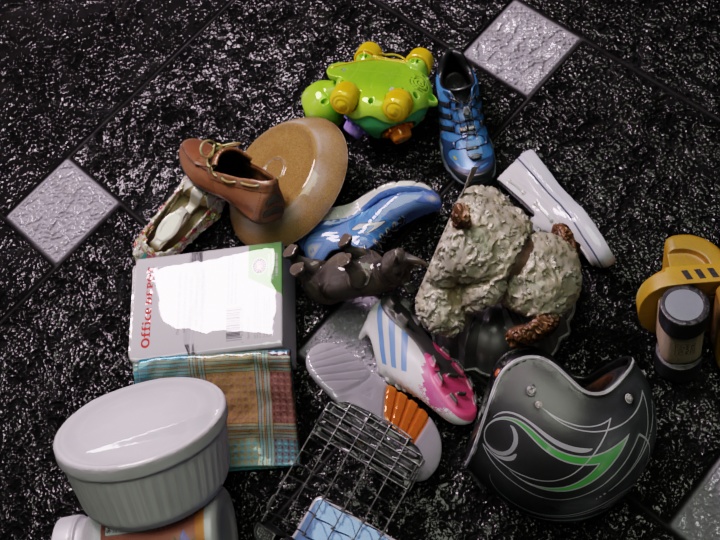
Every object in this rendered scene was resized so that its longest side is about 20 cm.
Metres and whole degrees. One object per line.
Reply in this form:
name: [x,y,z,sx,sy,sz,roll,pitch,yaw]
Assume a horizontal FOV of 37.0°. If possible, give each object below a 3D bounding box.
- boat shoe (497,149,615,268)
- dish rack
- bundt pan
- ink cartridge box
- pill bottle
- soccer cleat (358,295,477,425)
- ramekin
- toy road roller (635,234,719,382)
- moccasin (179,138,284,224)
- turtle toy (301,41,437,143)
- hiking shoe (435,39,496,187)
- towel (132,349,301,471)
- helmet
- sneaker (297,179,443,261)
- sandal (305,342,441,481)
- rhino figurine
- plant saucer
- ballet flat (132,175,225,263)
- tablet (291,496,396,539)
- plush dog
boat shoe: [0.248,-0.066,1.376,0.066,0.074,0.201,-37,53,6]
dish rack: [-0.021,0.258,1.225,0.152,0.055,0.202,27,81,20]
bundt pan: [0.168,0.024,1.332,0.198,0.076,0.205,-4,62,8]
ink cartridge box: [-0.186,0.056,1.371,0.196,0.085,0.148,-6,61,8]
pill bottle: [-0.246,0.315,1.235,0.196,0.113,0.114,-9,62,6]
soccer cleat: [0.068,0.122,1.305,0.087,0.069,0.201,-53,54,27]
ramekin: [-0.238,0.208,1.211,0.199,0.096,0.203,-9,20,3]
toy road roller: [0.425,0.033,1.261,0.196,0.124,0.148,-5,51,8]
moccasin: [-0.171,-0.131,1.394,0.073,0.079,0.201,-17,36,-30]
turtle toy: [0.011,-0.235,1.474,0.197,0.102,0.147,10,43,17]
hiking shoe: [0.133,-0.205,1.447,0.073,0.087,0.203,-14,62,2]
towel: [-0.174,0.173,1.304,0.196,0.022,0.150,-4,98,7]
helmet: [0.225,0.175,1.183,0.188,0.201,0.202,20,67,6]
sneaker: [0.018,-0.050,1.403,0.197,0.079,0.090,-22,68,7]
sandal: [0.013,0.171,1.292,0.207,0.059,0.079,44,57,14]
rhino figurine: [0.000,0.000,1.315,0.197,0.088,0.061,-7,50,35]
plant saucer: [-0.107,-0.126,1.432,0.198,0.035,0.203,-19,55,29]
ballet flat: [-0.232,-0.079,1.449,0.075,0.064,0.201,33,66,-3]
tablet: [-0.047,0.373,1.227,0.129,0.014,0.202,25,71,20]
plush dog: [0.173,-0.011,1.228,0.170,0.161,0.202,24,68,4]
